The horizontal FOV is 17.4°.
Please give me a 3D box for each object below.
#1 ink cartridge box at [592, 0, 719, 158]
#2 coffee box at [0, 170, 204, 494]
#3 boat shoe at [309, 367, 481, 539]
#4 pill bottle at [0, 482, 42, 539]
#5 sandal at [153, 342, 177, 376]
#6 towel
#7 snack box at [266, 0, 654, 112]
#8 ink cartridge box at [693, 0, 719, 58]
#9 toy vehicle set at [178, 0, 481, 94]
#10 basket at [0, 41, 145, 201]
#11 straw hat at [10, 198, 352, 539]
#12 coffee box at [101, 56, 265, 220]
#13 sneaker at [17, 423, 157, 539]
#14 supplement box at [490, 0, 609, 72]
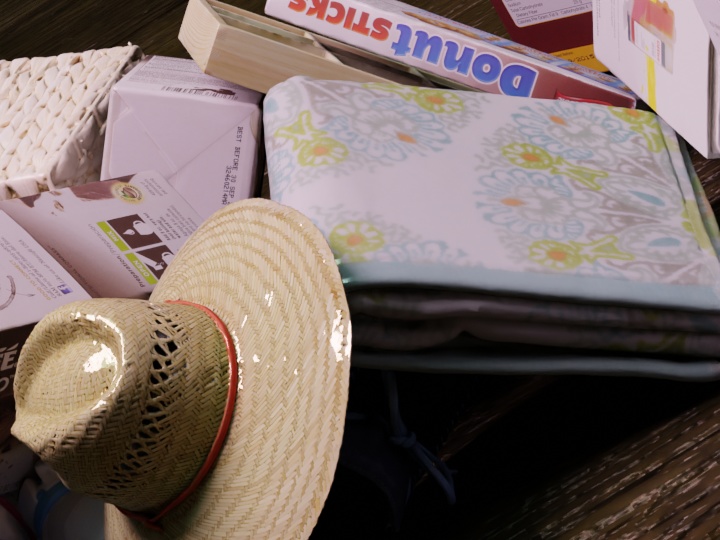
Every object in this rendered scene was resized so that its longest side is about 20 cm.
[{"bbox_3d":[0.199,-0.119,1.081,0.144,0.084,0.200,-5,19,-8],"label":"ink cartridge box"},{"bbox_3d":[-0.162,0.035,1.056,0.199,0.080,0.113,-15,-40,-44],"label":"coffee box"},{"bbox_3d":[-0.001,0.092,0.988,0.201,0.084,0.069,-57,23,-16],"label":"boat shoe"},{"bbox_3d":[-0.210,0.116,1.164,0.113,0.114,0.200,-30,20,6],"label":"pill bottle"},{"bbox_3d":[-0.011,-0.006,1.067,0.199,0.055,0.082,-20,16,-23],"label":"sandal"},{"bbox_3d":[0.060,-0.018,1.010,0.198,0.048,0.172,5,32,-10],"label":"towel"},{"bbox_3d":[0.054,-0.112,1.220,0.199,0.024,0.072,21,11,14],"label":"snack box"},{"bbox_3d":[0.200,-0.077,0.888,0.083,0.201,0.145,-31,20,-5],"label":"ink cartridge box"},{"bbox_3d":[0.006,-0.096,1.248,0.124,0.199,0.027,-128,57,-72],"label":"toy vehicle set"},{"bbox_3d":[-0.195,-0.039,1.459,0.123,0.136,0.200,-9,28,20],"label":"basket"},{"bbox_3d":[-0.091,0.051,0.932,0.201,0.085,0.203,-30,54,51],"label":"straw hat"},{"bbox_3d":[-0.095,-0.050,1.288,0.079,0.114,0.200,7,9,-1],"label":"coffee box"},{"bbox_3d":[-0.049,0.099,1.061,0.199,0.075,0.087,-26,53,-2],"label":"sneaker"},{"bbox_3d":[0.152,-0.252,1.359,0.132,0.201,0.197,-8,31,48],"label":"supplement box"}]
